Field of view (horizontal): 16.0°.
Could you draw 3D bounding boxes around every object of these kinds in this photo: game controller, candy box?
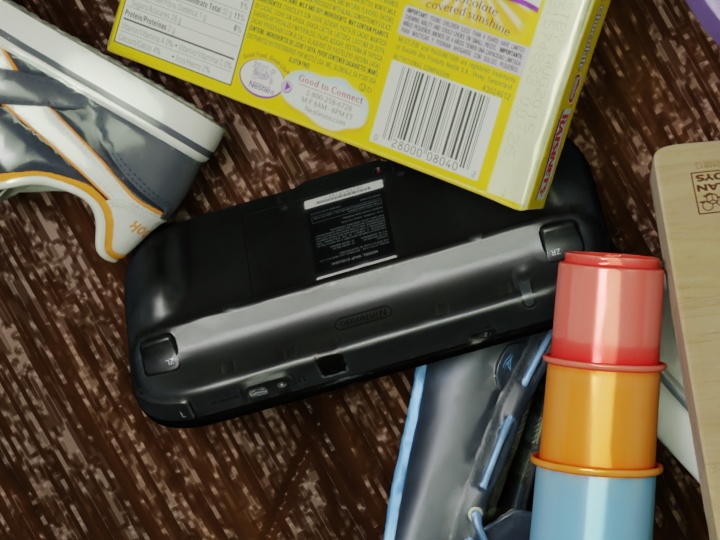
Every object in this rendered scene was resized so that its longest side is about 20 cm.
[{"bbox_3d":[0.000,0.000,1.029,0.199,0.104,0.042,-15,129,6],"label":"game controller"},{"bbox_3d":[-0.003,-0.104,1.015,0.200,0.026,0.102,23,100,24],"label":"candy box"}]

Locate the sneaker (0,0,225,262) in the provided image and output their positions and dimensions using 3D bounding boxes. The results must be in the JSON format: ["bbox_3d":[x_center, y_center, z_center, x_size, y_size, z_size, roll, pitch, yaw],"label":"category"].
[{"bbox_3d":[-0.159,-0.077,1.039,0.200,0.078,0.080,32,94,2],"label":"sneaker"}]

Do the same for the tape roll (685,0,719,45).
[{"bbox_3d":[0.216,-0.160,1.010,0.199,0.085,0.201,0,94,4],"label":"tape roll"}]

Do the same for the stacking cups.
[{"bbox_3d":[0.092,0.094,0.969,0.060,0.061,0.201,7,93,3],"label":"stacking cups"}]

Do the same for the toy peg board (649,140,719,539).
[{"bbox_3d":[0.219,0.053,0.974,0.199,0.098,0.200,-5,62,-2],"label":"toy peg board"}]

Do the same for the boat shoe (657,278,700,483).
[{"bbox_3d":[0.180,0.082,1.031,0.065,0.074,0.200,-44,91,9],"label":"boat shoe"}]

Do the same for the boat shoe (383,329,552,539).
[{"bbox_3d":[0.049,0.099,1.033,0.068,0.084,0.201,8,96,16],"label":"boat shoe"}]
